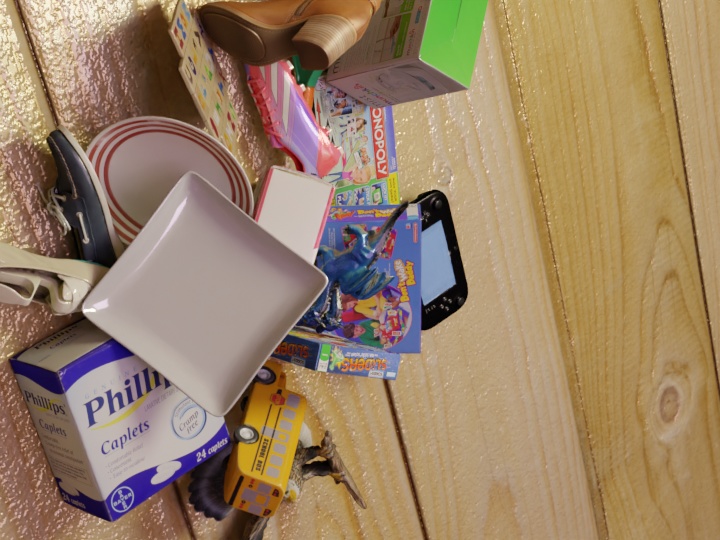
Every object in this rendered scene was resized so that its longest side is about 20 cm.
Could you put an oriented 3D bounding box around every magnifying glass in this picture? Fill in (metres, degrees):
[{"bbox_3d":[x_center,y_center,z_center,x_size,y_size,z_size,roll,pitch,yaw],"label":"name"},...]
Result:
[{"bbox_3d":[-0.065,-0.253,1.746,0.022,0.080,0.200,-9,114,-49],"label":"magnifying glass"}]

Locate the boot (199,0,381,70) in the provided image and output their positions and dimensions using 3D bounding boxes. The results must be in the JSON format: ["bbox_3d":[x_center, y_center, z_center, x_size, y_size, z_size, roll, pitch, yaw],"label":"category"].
[{"bbox_3d":[-0.077,-0.315,1.652,0.155,0.200,0.077,-54,143,-35],"label":"boot"}]

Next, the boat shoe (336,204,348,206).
[{"bbox_3d":[0.013,-0.008,1.843,0.069,0.057,0.200,-46,135,-18],"label":"boat shoe"}]

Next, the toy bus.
[{"bbox_3d":[-0.117,0.201,1.701,0.200,0.078,0.065,-77,-172,-52],"label":"toy bus"}]

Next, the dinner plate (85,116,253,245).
[{"bbox_3d":[-0.216,-0.094,1.568,0.200,0.200,0.024,59,29,-32],"label":"dinner plate"}]

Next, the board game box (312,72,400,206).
[{"bbox_3d":[-0.012,-0.166,1.832,0.135,0.029,0.200,-18,109,-38],"label":"board game box"}]

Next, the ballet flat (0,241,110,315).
[{"bbox_3d":[-0.348,0.017,1.515,0.200,0.069,0.070,15,87,-28],"label":"ballet flat"}]

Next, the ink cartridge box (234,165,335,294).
[{"bbox_3d":[-0.098,-0.037,1.654,0.083,0.200,0.147,16,86,-7],"label":"ink cartridge box"}]

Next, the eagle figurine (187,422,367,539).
[{"bbox_3d":[-0.114,0.279,1.775,0.200,0.151,0.152,-27,74,-4],"label":"eagle figurine"}]

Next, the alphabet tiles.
[{"bbox_3d":[-0.177,-0.221,1.589,0.006,0.200,0.167,-19,116,8],"label":"alphabet tiles"}]

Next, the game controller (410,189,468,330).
[{"bbox_3d":[0.095,-0.013,1.934,0.104,0.042,0.200,-39,129,-32],"label":"game controller"}]

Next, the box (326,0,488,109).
[{"bbox_3d":[0.063,-0.322,1.749,0.097,0.176,0.200,25,69,-37],"label":"box"}]

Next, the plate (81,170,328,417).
[{"bbox_3d":[-0.171,0.026,1.530,0.200,0.032,0.200,38,89,-2],"label":"plate"}]

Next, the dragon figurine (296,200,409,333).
[{"bbox_3d":[0.000,0.000,1.693,0.059,0.200,0.099,25,37,-62],"label":"dragon figurine"}]

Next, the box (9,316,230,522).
[{"bbox_3d":[-0.272,0.152,1.601,0.184,0.105,0.200,-32,117,-35],"label":"box"}]

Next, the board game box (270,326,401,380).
[{"bbox_3d":[-0.067,0.093,1.712,0.135,0.200,0.034,10,92,-42],"label":"board game box"}]

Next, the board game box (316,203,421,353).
[{"bbox_3d":[0.011,0.013,1.791,0.134,0.045,0.200,-1,120,0],"label":"board game box"}]

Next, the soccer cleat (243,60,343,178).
[{"bbox_3d":[-0.099,-0.197,1.706,0.076,0.067,0.200,-37,105,-10],"label":"soccer cleat"}]

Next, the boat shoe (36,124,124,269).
[{"bbox_3d":[-0.314,-0.067,1.545,0.062,0.075,0.200,-24,129,-13],"label":"boat shoe"}]
